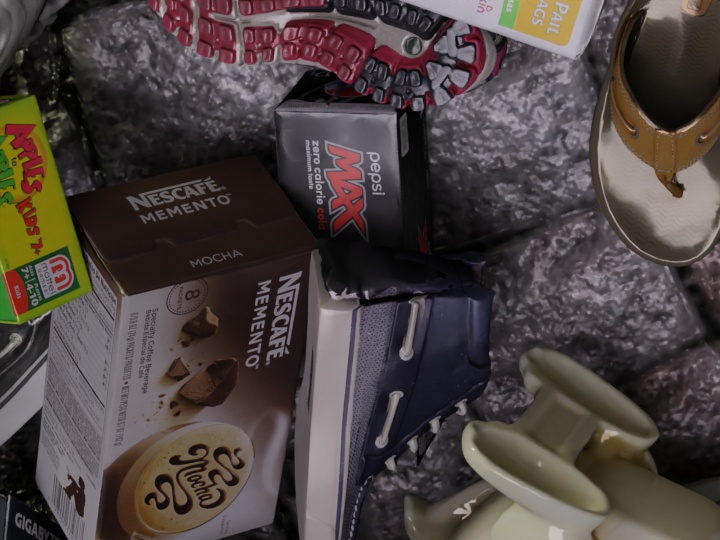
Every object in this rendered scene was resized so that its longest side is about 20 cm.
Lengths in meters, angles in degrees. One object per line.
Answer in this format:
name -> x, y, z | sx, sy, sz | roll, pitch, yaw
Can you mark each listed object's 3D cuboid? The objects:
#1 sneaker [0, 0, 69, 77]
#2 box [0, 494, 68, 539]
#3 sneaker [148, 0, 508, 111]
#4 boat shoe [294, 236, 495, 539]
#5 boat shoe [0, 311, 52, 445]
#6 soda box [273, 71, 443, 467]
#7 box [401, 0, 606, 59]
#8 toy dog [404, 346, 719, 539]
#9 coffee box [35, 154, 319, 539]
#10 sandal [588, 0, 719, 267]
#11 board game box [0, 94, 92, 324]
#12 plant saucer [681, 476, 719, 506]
sneaker -> -0.220, -0.097, 1.346 | 0.075, 0.081, 0.201 | 29, 119, -1
box -> -0.253, 0.175, 1.436 | 0.199, 0.159, 0.046 | -6, 67, 18
sneaker -> -0.022, -0.132, 1.284 | 0.199, 0.075, 0.081 | 26, 108, 18
boat shoe -> 0.017, 0.073, 1.291 | 0.092, 0.075, 0.201 | 0, 129, -7
boat shoe -> -0.182, 0.036, 1.397 | 0.064, 0.071, 0.200 | 43, 118, -7
soda box -> 0.000, 0.000, 1.336 | 0.070, 0.063, 0.201 | 2, 113, 14
box -> 0.035, -0.191, 1.215 | 0.199, 0.113, 0.102 | 20, 115, 6
toy dog -> 0.092, 0.170, 1.310 | 0.193, 0.140, 0.201 | 29, 119, -1
coffee box -> -0.097, 0.050, 1.323 | 0.080, 0.112, 0.201 | 52, 144, 39
sandal -> 0.157, -0.093, 1.257 | 0.080, 0.054, 0.201 | 14, 116, 9
board game box -> -0.222, -0.032, 1.293 | 0.199, 0.047, 0.102 | 3, 113, 50
plant saucer -> 0.216, 0.191, 1.367 | 0.199, 0.050, 0.201 | 6, 114, 14
